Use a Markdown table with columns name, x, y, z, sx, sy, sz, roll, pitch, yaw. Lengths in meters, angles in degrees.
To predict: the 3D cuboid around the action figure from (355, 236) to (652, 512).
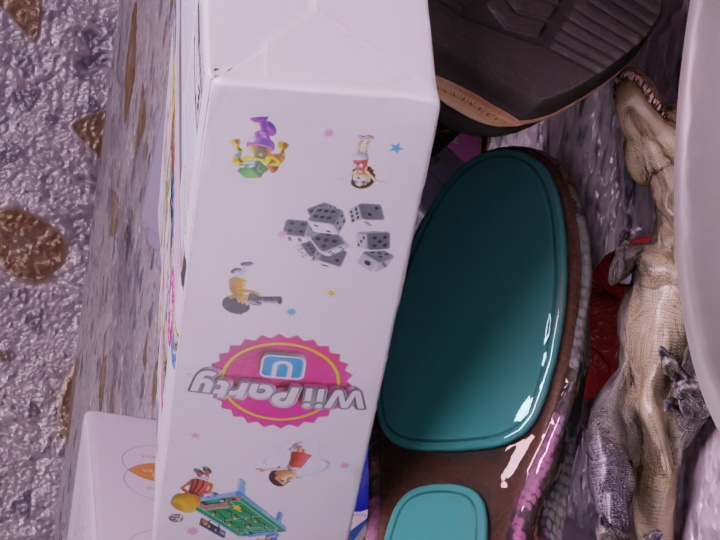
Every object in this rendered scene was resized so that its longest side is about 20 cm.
| name | x | y | z | sx | sy | sz | roll | pitch | yaw |
| --- | --- | --- | --- | --- | --- | --- | --- | --- | --- |
| action figure | 0.031 | 0.035 | 0.875 | 0.200 | 0.052 | 0.065 | -28 | 17 | 38 |

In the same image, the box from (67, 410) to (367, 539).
| name | x | y | z | sx | sy | sz | roll | pitch | yaw |
| --- | --- | --- | --- | --- | --- | --- | --- | --- | --- |
| box | -0.048 | 0.157 | 1.123 | 0.200 | 0.152 | 0.107 | -107 | 25 | -65 |

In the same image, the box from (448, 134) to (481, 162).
| name | x | y | z | sx | sy | sz | roll | pitch | yaw |
| --- | --- | --- | --- | --- | --- | --- | --- | --- | --- |
| box | -0.012 | -0.037 | 1.180 | 0.176 | 0.096 | 0.201 | 132 | 142 | -72 |

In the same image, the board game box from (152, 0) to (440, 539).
| name | x | y | z | sx | sy | sz | roll | pitch | yaw |
| --- | --- | --- | --- | --- | --- | --- | --- | --- | --- |
| board game box | -0.025 | -0.031 | 0.759 | 0.200 | 0.064 | 0.148 | 101 | 169 | -47 |

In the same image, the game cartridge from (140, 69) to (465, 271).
| name | x | y | z | sx | sy | sz | roll | pitch | yaw |
| --- | --- | --- | --- | --- | --- | --- | --- | --- | --- |
| game cartridge | 0.000 | 0.000 | 0.971 | 0.200 | 0.041 | 0.133 | 42 | 144 | 23 |

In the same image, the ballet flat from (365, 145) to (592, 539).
| name | x | y | z | sx | sy | sz | roll | pitch | yaw |
| --- | --- | --- | --- | --- | --- | --- | --- | --- | --- |
| ballet flat | 0.038 | 0.065 | 0.787 | 0.071 | 0.069 | 0.201 | 34 | -120 | -55 |

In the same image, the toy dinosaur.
| name | x | y | z | sx | sy | sz | roll | pitch | yaw |
| --- | --- | --- | --- | --- | --- | --- | --- | --- | --- |
| toy dinosaur | 0.086 | 0.045 | 0.770 | 0.088 | 0.047 | 0.201 | -69 | -14 | -75 |

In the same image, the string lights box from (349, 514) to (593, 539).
| name | x | y | z | sx | sy | sz | roll | pitch | yaw |
| --- | --- | --- | --- | --- | --- | --- | --- | --- | --- |
| string lights box | -0.009 | 0.140 | 0.887 | 0.103 | 0.059 | 0.200 | -49 | 3 | -34 |

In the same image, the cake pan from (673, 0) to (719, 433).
| name | x | y | z | sx | sy | sz | roll | pitch | yaw |
| --- | --- | --- | --- | --- | --- | --- | --- | --- | --- |
| cake pan | 0.124 | -0.048 | 0.632 | 0.200 | 0.037 | 0.201 | -174 | 90 | -80 |

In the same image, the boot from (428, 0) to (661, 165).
| name | x | y | z | sx | sy | sz | roll | pitch | yaw |
| --- | --- | --- | --- | --- | --- | --- | --- | --- | --- |
| boot | 0.030 | -0.061 | 0.824 | 0.138 | 0.077 | 0.200 | -56 | 4 | 32 |
